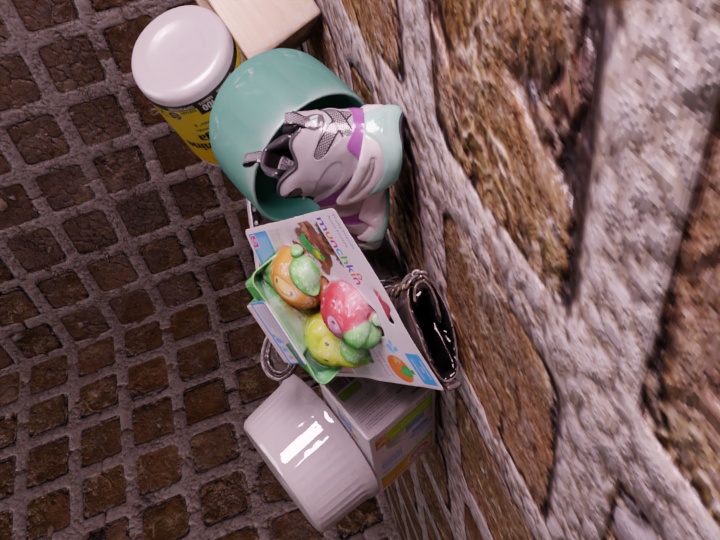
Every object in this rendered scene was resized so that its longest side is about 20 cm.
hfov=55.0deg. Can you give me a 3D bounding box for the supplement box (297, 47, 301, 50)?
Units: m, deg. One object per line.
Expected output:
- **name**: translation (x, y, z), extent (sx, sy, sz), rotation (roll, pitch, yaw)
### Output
- **supplement box**: translation (-0.141, -0.371, 1.085), extent (0.200, 0.060, 0.111), rotation (-127, 21, -67)

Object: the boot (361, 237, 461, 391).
- **boot**: translation (0.043, 0.024, 0.708), extent (0.174, 0.068, 0.204), rotation (132, 116, -76)

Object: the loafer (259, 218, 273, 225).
- **loafer**: translation (-0.065, -0.001, 0.981), extent (0.072, 0.071, 0.203), rotation (4, 128, 49)

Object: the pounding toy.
- **pounding toy**: translation (-0.131, -0.359, 0.811), extent (0.202, 0.141, 0.184), rotation (55, 176, -12)

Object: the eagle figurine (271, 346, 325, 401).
- **eagle figurine**: translation (-0.031, 0.149, 1.024), extent (0.153, 0.148, 0.202), rotation (-93, -17, -44)

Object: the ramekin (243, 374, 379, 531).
- **ramekin**: translation (-0.072, 0.249, 0.935), extent (0.201, 0.097, 0.202), rotation (46, 161, 21)

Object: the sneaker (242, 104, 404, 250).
- **sneaker**: translation (-0.038, -0.085, 0.631), extent (0.201, 0.136, 0.079), rotation (99, 174, -62)

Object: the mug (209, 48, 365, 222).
- **mug**: translation (-0.082, -0.135, 0.724), extent (0.114, 0.150, 0.187), rotation (45, 147, 26)

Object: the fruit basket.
- **fruit basket**: translation (-0.029, 0.036, 0.645), extent (0.187, 0.093, 0.199), rotation (58, 158, -16)

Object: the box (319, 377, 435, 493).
- **box**: translation (0.028, 0.191, 0.914), extent (0.101, 0.112, 0.202), rotation (44, 159, 29)

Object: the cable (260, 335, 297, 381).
- **cable**: translation (-0.076, 0.020, 0.792), extent (0.096, 0.203, 0.050), rotation (27, 168, -3)

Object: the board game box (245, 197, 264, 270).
- **board game box**: translation (-0.139, -0.087, 1.080), extent (0.200, 0.025, 0.205), rotation (7, -106, -84)

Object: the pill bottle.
- **pill bottle**: translation (-0.165, -0.191, 0.790), extent (0.200, 0.110, 0.114), rotation (56, -170, -67)
